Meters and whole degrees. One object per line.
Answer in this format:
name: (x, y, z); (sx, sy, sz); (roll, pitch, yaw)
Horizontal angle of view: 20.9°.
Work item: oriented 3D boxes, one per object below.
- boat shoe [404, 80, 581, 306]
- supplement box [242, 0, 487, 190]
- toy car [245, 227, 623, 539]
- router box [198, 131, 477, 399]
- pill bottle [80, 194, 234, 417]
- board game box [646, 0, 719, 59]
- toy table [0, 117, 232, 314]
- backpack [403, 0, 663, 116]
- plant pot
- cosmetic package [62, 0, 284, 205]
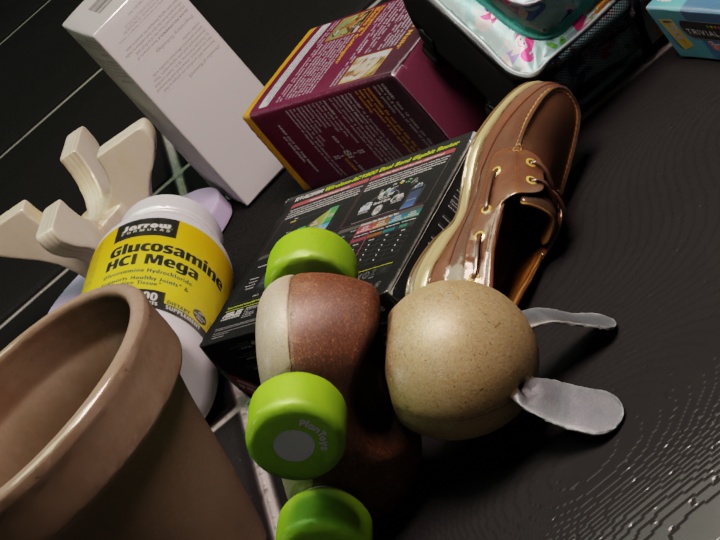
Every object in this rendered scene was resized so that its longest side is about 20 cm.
boat shoe: (0.099, -0.036, 1.214); (0.067, 0.072, 0.201); (-6, 47, 45)
supplement box: (0.016, -0.140, 1.494); (0.199, 0.086, 0.111); (-9, 39, 53)
toy car: (0.047, 0.066, 1.088); (0.198, 0.159, 0.165); (-7, 35, 7)
router box: (0.000, 0.000, 1.309); (0.199, 0.062, 0.150); (-16, 35, 46)
pill bottle: (-0.152, 0.029, 1.437); (0.112, 0.113, 0.201); (-33, 25, 20)
board game box: (0.295, -0.217, 1.234); (0.200, 0.047, 0.151); (-47, 23, -10)
toy table: (-0.220, -0.035, 1.654); (0.199, 0.117, 0.184); (-38, 24, 9)
backpack: (0.136, -0.221, 1.333); (0.199, 0.151, 0.178); (-36, 58, -13)
plant pot: (-0.151, 0.137, 1.171); (0.200, 0.175, 0.201); (-34, 25, 19)
cosmetic package: (-0.147, -0.157, 1.639); (0.085, 0.200, 0.107); (-47, 26, -8)
